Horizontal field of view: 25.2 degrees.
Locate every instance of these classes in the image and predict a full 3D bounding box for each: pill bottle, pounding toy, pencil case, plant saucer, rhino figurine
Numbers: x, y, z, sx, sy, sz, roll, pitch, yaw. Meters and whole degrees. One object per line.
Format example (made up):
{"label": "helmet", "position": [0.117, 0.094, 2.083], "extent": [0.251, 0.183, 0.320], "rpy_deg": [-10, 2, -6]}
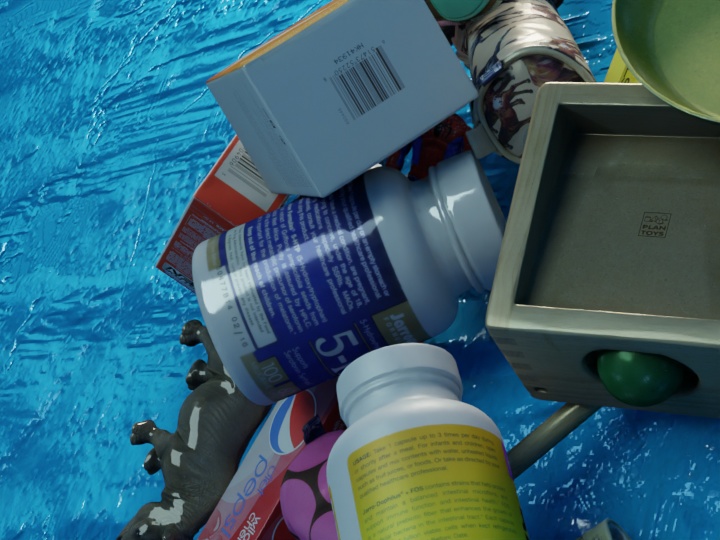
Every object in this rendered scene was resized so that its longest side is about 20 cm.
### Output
{"label": "pill bottle", "position": [0.000, 0.000, 1.069], "extent": [0.199, 0.120, 0.120], "rpy_deg": [-23, 42, 9]}
{"label": "pill bottle", "position": [0.039, 0.143, 0.883], "extent": [0.104, 0.104, 0.201], "rpy_deg": [-36, 50, 31]}
{"label": "pounding toy", "position": [0.160, 0.016, 0.915], "extent": [0.183, 0.142, 0.202], "rpy_deg": [4, 65, 25]}
{"label": "pencil case", "position": [0.025, 0.167, 1.022], "extent": [0.093, 0.091, 0.200], "rpy_deg": [-36, 32, -15]}
{"label": "pencil case", "position": [0.107, -0.141, 1.112], "extent": [0.089, 0.078, 0.200], "rpy_deg": [-16, 23, 6]}
{"label": "plant saucer", "position": [0.237, -0.144, 0.874], "extent": [0.198, 0.031, 0.201], "rpy_deg": [-11, 50, 13]}
{"label": "rhino figurine", "position": [-0.125, 0.139, 1.183], "extent": [0.087, 0.060, 0.201], "rpy_deg": [13, 70, 30]}

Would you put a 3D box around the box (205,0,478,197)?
{"label": "box", "position": [-0.019, -0.123, 1.090], "extent": [0.124, 0.098, 0.200], "rpy_deg": [-33, 10, -9]}

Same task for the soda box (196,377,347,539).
{"label": "soda box", "position": [-0.043, 0.148, 1.139], "extent": [0.201, 0.063, 0.070], "rpy_deg": [-60, 33, -2]}

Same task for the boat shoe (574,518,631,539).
{"label": "boat shoe", "position": [0.146, 0.203, 0.843], "extent": [0.062, 0.072, 0.200], "rpy_deg": [-50, 32, 12]}

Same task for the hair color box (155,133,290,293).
{"label": "hair color box", "position": [-0.097, -0.054, 1.281], "extent": [0.111, 0.064, 0.200], "rpy_deg": [-57, 6, -20]}

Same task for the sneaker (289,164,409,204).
{"label": "sneaker", "position": [-0.026, 0.000, 1.221], "extent": [0.201, 0.075, 0.115], "rpy_deg": [-60, 30, -7]}

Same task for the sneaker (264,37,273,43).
{"label": "sneaker", "position": [-0.012, -0.160, 1.355], "extent": [0.087, 0.075, 0.200], "rpy_deg": [-38, 40, -4]}

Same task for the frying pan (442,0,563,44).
{"label": "frying pan", "position": [0.098, -0.204, 1.230], "extent": [0.190, 0.114, 0.031], "rpy_deg": [86, -168, -67]}

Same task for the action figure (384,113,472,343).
{"label": "action figure", "position": [0.044, -0.047, 1.154], "extent": [0.065, 0.052, 0.202], "rpy_deg": [12, 79, 9]}

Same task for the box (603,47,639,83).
{"label": "box", "position": [0.206, -0.136, 1.047], "extent": [0.075, 0.050, 0.201], "rpy_deg": [6, 69, 55]}

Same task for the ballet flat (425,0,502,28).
{"label": "ballet flat", "position": [0.062, -0.204, 1.134], "extent": [0.071, 0.070, 0.200], "rpy_deg": [-30, 5, -25]}
